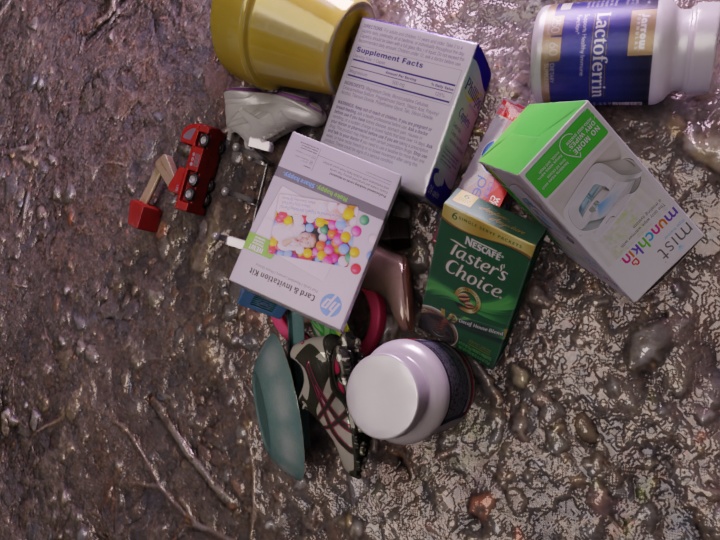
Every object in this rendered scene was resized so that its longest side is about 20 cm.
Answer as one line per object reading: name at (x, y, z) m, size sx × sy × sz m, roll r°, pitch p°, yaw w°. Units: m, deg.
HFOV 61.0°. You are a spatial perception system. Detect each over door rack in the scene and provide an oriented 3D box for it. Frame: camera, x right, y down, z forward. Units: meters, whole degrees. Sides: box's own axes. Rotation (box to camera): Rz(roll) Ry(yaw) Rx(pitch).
over door rack at (-0.176, -0.112, 0.907) m, size 0.064 × 0.200 × 0.153 m, roll 13°, pitch 91°, yaw -10°

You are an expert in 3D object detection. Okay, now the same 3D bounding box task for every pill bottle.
pill bottle at (0.307, -0.257, 0.721) m, size 0.194 × 0.115 × 0.120 m, roll 6°, pitch 87°, yaw 26°
pill bottle at (0.063, 0.146, 0.750) m, size 0.116 × 0.199 × 0.124 m, roll -3°, pitch 82°, yaw 24°

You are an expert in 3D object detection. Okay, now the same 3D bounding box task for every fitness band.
fitness band at (-0.053, 0.053, 0.910) m, size 0.196 × 0.037 × 0.147 m, roll 26°, pitch 96°, yaw 25°

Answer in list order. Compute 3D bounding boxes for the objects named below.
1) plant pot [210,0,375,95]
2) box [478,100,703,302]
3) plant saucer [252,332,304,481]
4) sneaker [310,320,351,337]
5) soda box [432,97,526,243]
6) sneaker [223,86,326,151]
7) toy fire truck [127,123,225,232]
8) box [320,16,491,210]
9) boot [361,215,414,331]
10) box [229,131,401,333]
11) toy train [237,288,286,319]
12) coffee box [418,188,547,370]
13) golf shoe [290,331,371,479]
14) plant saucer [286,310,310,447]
plant pot at (-0.084, -0.350, 0.885) m, size 0.185 × 0.200 × 0.206 m, roll 28°, pitch 96°, yaw 20°
box at (0.235, -0.085, 0.658) m, size 0.097 × 0.200 × 0.176 m, roll -44°, pitch 101°, yaw 10°
plant saucer at (-0.121, 0.193, 0.852) m, size 0.037 × 0.201 × 0.208 m, roll -10°, pitch 76°, yaw -19°
sneaker at (-0.040, 0.126, 0.834) m, size 0.081 × 0.074 × 0.206 m, roll -20°, pitch 102°, yaw 1°
soda box at (0.170, -0.111, 0.797) m, size 0.062 × 0.070 × 0.204 m, roll 30°, pitch 98°, yaw 20°
sneaker at (-0.136, -0.235, 0.974) m, size 0.195 × 0.074 × 0.103 m, roll 14°, pitch 105°, yaw 31°
toy fire truck at (-0.319, -0.158, 1.058) m, size 0.138 × 0.048 × 0.207 m, roll 17°, pitch 92°, yaw 27°
box at (0.061, -0.215, 0.844) m, size 0.180 × 0.104 × 0.206 m, roll 23°, pitch 95°, yaw 26°
boot at (0.000, 0.000, 0.843) m, size 0.141 × 0.071 × 0.205 m, roll -6°, pitch 50°, yaw 9°
box at (-0.053, -0.049, 0.757) m, size 0.152 × 0.041 × 0.205 m, roll 22°, pitch 81°, yaw 8°
toy train at (-0.111, -0.039, 0.860) m, size 0.114 × 0.084 × 0.205 m, roll 133°, pitch 152°, yaw -52°
coffee box at (0.141, 0.014, 0.749) m, size 0.121 × 0.044 × 0.204 m, roll 29°, pitch 134°, yaw 22°
golf shoe at (-0.031, 0.173, 0.789) m, size 0.085 × 0.077 × 0.207 m, roll -3°, pitch 110°, yaw 17°
plant saucer at (-0.089, 0.144, 0.871) m, size 0.018 × 0.070 × 0.208 m, roll -4°, pitch 102°, yaw -14°
